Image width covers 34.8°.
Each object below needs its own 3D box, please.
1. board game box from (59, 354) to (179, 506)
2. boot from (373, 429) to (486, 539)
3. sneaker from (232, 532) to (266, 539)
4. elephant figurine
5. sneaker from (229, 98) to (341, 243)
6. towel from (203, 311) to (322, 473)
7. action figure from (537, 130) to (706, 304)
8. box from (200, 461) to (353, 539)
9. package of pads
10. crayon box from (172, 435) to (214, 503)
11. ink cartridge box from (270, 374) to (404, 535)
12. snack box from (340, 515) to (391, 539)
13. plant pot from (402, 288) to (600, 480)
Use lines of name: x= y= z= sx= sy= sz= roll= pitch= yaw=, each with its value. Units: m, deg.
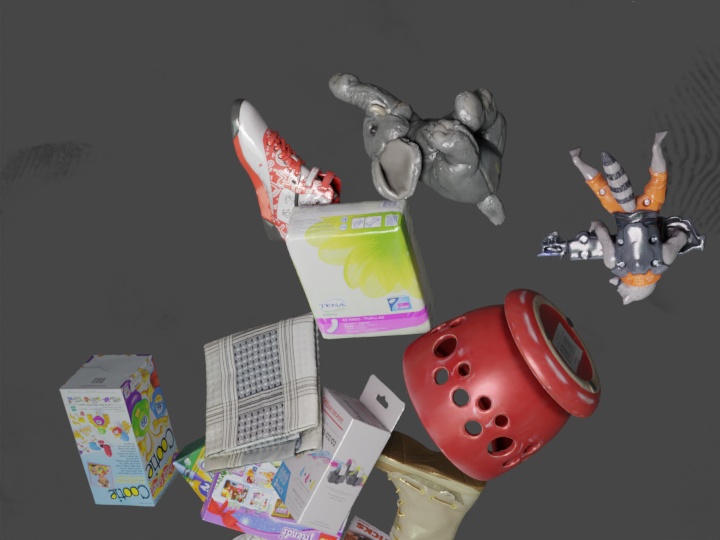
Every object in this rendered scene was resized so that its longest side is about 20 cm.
board game box: x=-0.350 y=0.235 z=1.701 sx=0.105 sy=0.103 sz=0.200 roll=-2 pitch=114 yaw=19
boot: x=0.059 y=0.314 z=1.619 sx=0.200 sy=0.073 sz=0.156 roll=21 pitch=118 yaw=-1
sneaker: x=-0.154 y=0.424 z=1.722 sx=0.076 sy=0.115 sz=0.201 roll=40 pitch=121 yaw=-3
elephant figurine: x=0.066 y=-0.148 z=1.371 sx=0.200 sy=0.155 sz=0.141 roll=-1 pitch=159 yaw=30
sneaker: x=-0.087 y=-0.131 z=1.452 sx=0.108 sy=0.067 sz=0.202 roll=-7 pitch=116 yaw=21
towel: x=-0.138 y=0.168 z=1.563 sx=0.192 sy=0.200 sz=0.035 roll=-16 pitch=153 yaw=25
action figure: x=0.293 y=-0.051 z=1.344 sx=0.200 sy=0.105 sz=0.194 roll=-11 pitch=102 yaw=21
box: x=-0.109 y=0.312 z=1.626 sx=0.200 sy=0.039 sz=0.137 roll=21 pitch=90 yaw=-14
package of pads: x=0.000 y=0.000 z=1.450 sx=0.154 sy=0.068 sz=0.200 roll=-4 pitch=134 yaw=15
crayon box: x=-0.163 y=0.283 z=1.692 sx=0.200 sy=0.052 sz=0.126 roll=-30 pitch=103 yaw=28
ink cartridge box: x=-0.032 y=0.235 z=1.540 sx=0.068 sy=0.115 sz=0.200 roll=25 pitch=96 yaw=-29
snack box: x=0.062 y=0.437 z=1.680 sx=0.200 sy=0.072 sz=0.024 roll=31 pitch=121 yaw=2
plant pot: x=0.179 y=0.130 z=1.420 sx=0.182 sy=0.200 sz=0.200 roll=-37 pitch=100 yaw=22
